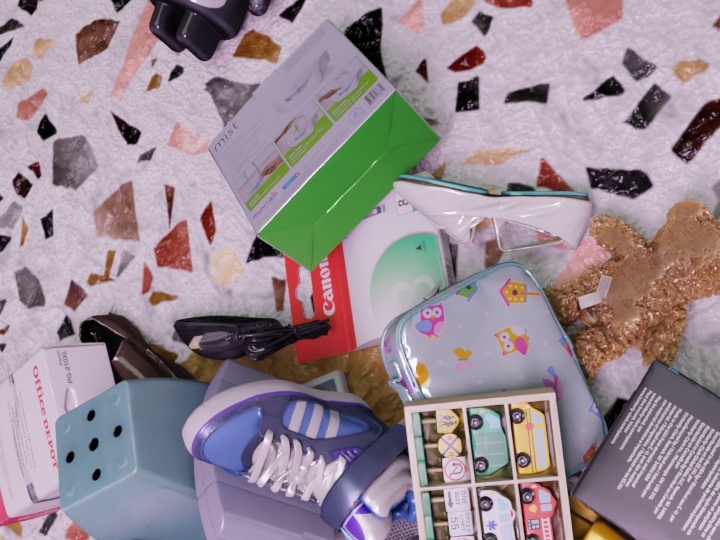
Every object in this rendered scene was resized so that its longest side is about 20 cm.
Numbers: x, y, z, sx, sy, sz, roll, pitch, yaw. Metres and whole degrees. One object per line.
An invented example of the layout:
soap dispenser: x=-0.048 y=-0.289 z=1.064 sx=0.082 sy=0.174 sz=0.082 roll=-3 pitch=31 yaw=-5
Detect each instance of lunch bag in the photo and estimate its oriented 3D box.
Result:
lunch bag: x=0.112 y=0.102 z=0.730 sx=0.159 sy=0.077 sz=0.202 roll=-26 pitch=87 yaw=-11

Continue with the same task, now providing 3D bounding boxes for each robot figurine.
robot figurine: x=-0.185 y=-0.365 z=1.006 sx=0.203 sy=0.149 sz=0.125 roll=-69 pitch=21 yaw=-3

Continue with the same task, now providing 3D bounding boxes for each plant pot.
plant pot: x=-0.190 y=0.189 z=0.797 sx=0.140 sy=0.200 sz=0.143 roll=-28 pitch=55 yaw=15

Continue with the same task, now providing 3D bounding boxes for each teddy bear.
teddy bear: x=0.250 y=0.022 z=0.756 sx=0.145 sy=0.066 sz=0.201 roll=46 pitch=105 yaw=31

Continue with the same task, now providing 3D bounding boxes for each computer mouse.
computer mouse: x=-0.140 y=0.078 z=0.868 sx=0.197 sy=0.140 sz=0.047 roll=-1 pitch=94 yaw=32

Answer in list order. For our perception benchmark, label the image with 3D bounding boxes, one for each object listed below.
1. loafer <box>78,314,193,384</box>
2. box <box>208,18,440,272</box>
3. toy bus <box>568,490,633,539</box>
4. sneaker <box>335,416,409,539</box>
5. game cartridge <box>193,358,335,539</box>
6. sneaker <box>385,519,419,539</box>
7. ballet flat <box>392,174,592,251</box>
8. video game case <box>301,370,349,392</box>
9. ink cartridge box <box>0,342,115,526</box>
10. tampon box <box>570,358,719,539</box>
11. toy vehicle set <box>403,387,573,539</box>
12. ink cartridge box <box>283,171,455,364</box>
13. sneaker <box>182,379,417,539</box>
loafer: x=-0.267 y=0.121 z=0.956 sx=0.199 sy=0.071 sz=0.074 roll=34 pitch=93 yaw=27
box: x=-0.047 y=-0.138 z=0.876 sx=0.200 sy=0.096 sz=0.177 roll=-45 pitch=45 yaw=9
toy bus: x=0.236 y=0.271 z=0.688 sx=0.199 sy=0.078 sz=0.066 roll=36 pitch=93 yaw=27
sneaker: x=0.033 y=0.202 z=0.800 sx=0.199 sy=0.071 sz=0.073 roll=-40 pitch=85 yaw=2
game cartridge: x=-0.090 y=0.173 z=0.763 sx=0.041 sy=0.132 sz=0.201 roll=-53 pitch=28 yaw=29
sneaker: x=0.095 y=0.257 z=0.723 sx=0.197 sy=0.075 sz=0.082 roll=18 pitch=82 yaw=4
ballet flat: x=0.127 y=-0.053 z=0.803 sx=0.196 sy=0.069 sz=0.071 roll=7 pitch=80 yaw=5
video game case: x=-0.071 y=0.233 z=0.869 sx=0.180 sy=0.022 sz=0.203 roll=-24 pitch=69 yaw=18
ink cartridge box: x=-0.356 y=0.188 z=0.935 sx=0.199 sy=0.084 sz=0.147 roll=-33 pitch=69 yaw=37
tampon box: x=0.292 y=0.183 z=0.643 sx=0.199 sy=0.150 sz=0.127 roll=34 pitch=92 yaw=27
toy vehicle set: x=0.108 y=0.202 z=0.668 sx=0.122 sy=0.027 sz=0.204 roll=-7 pitch=91 yaw=7
ink cartridge box: x=0.000 y=0.000 z=0.877 sx=0.197 sy=0.050 sz=0.164 roll=-15 pitch=72 yaw=19
sneaker: x=-0.036 y=0.169 z=0.682 sx=0.147 sy=0.198 sz=0.081 roll=51 pitch=122 yaw=43
